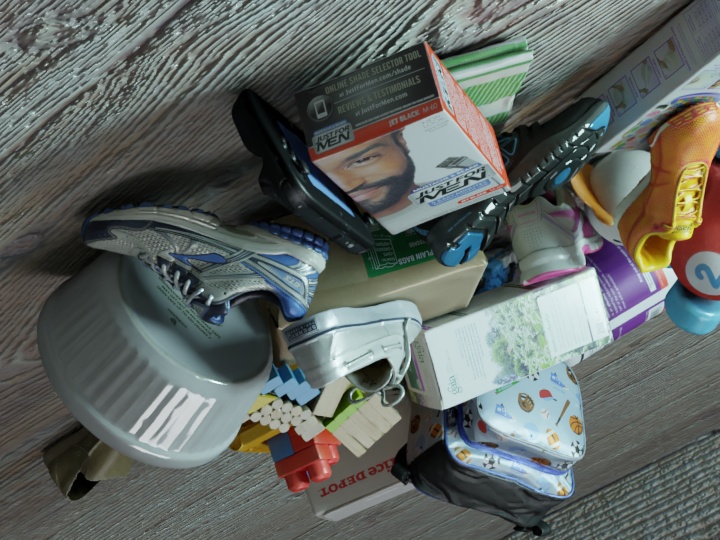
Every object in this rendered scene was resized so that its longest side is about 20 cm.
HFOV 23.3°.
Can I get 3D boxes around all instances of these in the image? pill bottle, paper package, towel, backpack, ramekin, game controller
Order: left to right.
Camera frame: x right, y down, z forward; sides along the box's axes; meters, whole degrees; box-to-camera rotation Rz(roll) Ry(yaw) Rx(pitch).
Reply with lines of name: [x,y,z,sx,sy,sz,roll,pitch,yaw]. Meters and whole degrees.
ramekin: [-0.164,0.060,1.468,0.202,0.203,0.094,0,142,-49]
game controller: [-0.041,-0.074,1.346,0.042,0.105,0.200,-24,163,11]
paper package: [0.000,0.000,1.585,0.199,0.104,0.191,-17,169,-7]
towel: [0.059,-0.127,1.450,0.152,0.024,0.200,-17,164,-11]
backpack: [0.138,0.149,1.813,0.199,0.191,0.154,25,128,-27]
pill bottle: [0.248,0.033,1.935,0.199,0.113,0.113,-30,164,-12]

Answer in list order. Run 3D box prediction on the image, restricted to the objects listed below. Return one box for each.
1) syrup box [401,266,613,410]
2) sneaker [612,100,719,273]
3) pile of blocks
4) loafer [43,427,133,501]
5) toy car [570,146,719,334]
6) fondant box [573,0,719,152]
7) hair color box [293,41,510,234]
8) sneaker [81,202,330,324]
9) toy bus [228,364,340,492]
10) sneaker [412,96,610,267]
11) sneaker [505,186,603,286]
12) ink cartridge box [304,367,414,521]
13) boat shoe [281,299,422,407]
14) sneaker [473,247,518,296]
syrup box: [0.138,0.062,1.701,0.199,0.079,0.081,-20,-169,-19]
sneaker: [0.290,-0.075,1.572,0.073,0.077,0.201,-13,146,-19]
pile of blocks: [-0.059,0.112,1.636,0.199,0.062,0.082,15,114,-30]
loafer: [-0.274,0.195,1.931,0.076,0.068,0.200,-3,155,-46]
toy car: [0.294,-0.054,1.718,0.199,0.178,0.185,5,137,-24]
fondant box: [0.304,-0.178,1.525,0.144,0.059,0.200,-6,156,-39]
hair color box: [0.037,-0.098,1.363,0.110,0.064,0.200,-20,159,14]
sneaker: [-0.127,-0.003,1.392,0.199,0.086,0.077,9,173,-3]
toy bus: [-0.051,0.114,1.752,0.199,0.193,0.135,-31,159,23]
sneaker: [0.124,-0.094,1.480,0.200,0.082,0.073,-37,156,-9]
sneaker: [0.190,-0.049,1.736,0.081,0.089,0.200,-16,-173,12]
ink cartridge box: [-0.009,0.154,1.898,0.145,0.201,0.084,-23,163,7]
boat shoe: [0.007,0.077,1.476,0.074,0.087,0.202,-24,171,21]
sneaker: [0.105,0.008,1.845,0.200,0.086,0.075,-19,126,-65]
